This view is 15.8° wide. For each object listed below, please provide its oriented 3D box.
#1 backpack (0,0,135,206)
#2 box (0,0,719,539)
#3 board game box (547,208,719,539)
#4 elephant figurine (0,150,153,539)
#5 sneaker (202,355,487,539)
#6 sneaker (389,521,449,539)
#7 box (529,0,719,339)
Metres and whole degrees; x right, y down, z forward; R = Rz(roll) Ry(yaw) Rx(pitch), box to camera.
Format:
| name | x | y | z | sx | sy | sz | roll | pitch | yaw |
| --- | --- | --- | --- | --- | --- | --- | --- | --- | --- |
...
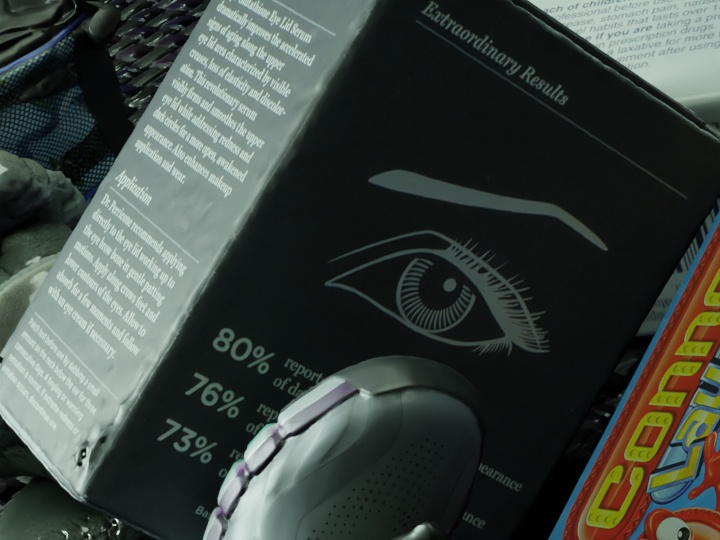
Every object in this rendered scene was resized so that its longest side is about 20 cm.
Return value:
| name | x | y | z | sx | sy | sz | roll | pitch | yaw |
| --- | --- | --- | --- | --- | --- | --- | --- | --- | --- |
| backpack | -0.211 | -0.041 | 1.122 | 0.199 | 0.148 | 0.183 | -30 | 31 | -24 |
| box | 0.000 | 0.000 | 0.828 | 0.201 | 0.148 | 0.104 | -58 | 31 | 2 |
| board game box | 0.160 | 0.026 | 0.731 | 0.201 | 0.056 | 0.196 | -61 | 24 | -15 |
| elephant figurine | -0.096 | 0.044 | 0.938 | 0.200 | 0.141 | 0.156 | 33 | 89 | 39 |
| sneaker | -0.020 | 0.118 | 0.751 | 0.200 | 0.074 | 0.088 | -54 | 30 | 27 |
| sneaker | 0.035 | 0.107 | 0.706 | 0.071 | 0.083 | 0.200 | -40 | -14 | 2 |
| box | 0.104 | -0.068 | 1.007 | 0.183 | 0.105 | 0.200 | -6 | 33 | 22 |
